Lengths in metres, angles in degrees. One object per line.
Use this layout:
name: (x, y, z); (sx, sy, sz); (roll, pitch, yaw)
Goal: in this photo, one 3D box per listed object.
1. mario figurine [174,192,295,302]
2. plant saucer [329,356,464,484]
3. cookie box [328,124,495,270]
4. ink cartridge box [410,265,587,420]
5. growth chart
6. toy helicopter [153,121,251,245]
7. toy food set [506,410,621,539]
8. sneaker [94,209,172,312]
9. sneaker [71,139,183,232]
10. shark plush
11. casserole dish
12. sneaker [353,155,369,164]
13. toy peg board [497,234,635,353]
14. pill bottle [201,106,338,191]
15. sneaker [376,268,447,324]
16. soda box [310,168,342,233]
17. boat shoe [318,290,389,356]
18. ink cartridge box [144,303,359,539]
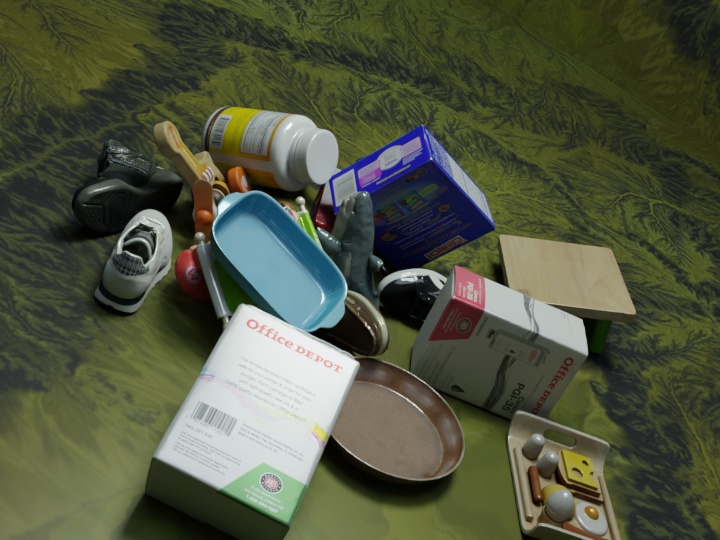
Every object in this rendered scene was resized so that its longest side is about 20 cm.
mario figurine: (-0.146, -0.026, 1.179); (0.122, 0.108, 0.199); (26, 40, 37)
plant saucer: (0.030, 0.183, 1.106); (0.197, 0.035, 0.201); (20, 29, -11)
cookie box: (0.078, -0.098, 1.365); (0.200, 0.169, 0.076); (39, 32, -45)
ink cartridge box: (0.183, 0.104, 1.234); (0.197, 0.148, 0.083); (22, 31, -6)
growth chart: (-0.115, -0.005, 1.148); (0.198, 0.018, 0.146); (-21, 82, -43)
toy helicopter: (-0.224, -0.119, 1.262); (0.201, 0.078, 0.134); (56, 24, -48)
toy food set: (0.263, 0.264, 1.137); (0.141, 0.061, 0.201); (20, 31, -10)
sneaker: (-0.270, -0.031, 1.158); (0.075, 0.081, 0.201); (18, 29, -11)
sneaker: (-0.337, -0.115, 1.244); (0.113, 0.077, 0.199); (32, 27, 13)
shark plush: (0.000, 0.000, 1.249); (0.090, 0.082, 0.204); (0, 79, -55)
casserole dish: (-0.102, -0.005, 1.111); (0.200, 0.039, 0.121); (47, 46, -3)
sneaker: (0.033, -0.114, 1.480); (0.199, 0.086, 0.076); (32, 57, -46)
toy peg board: (0.324, 0.043, 1.521); (0.195, 0.099, 0.201); (7, 31, -2)
pill bottle: (-0.133, -0.179, 1.367); (0.197, 0.111, 0.109); (14, 20, 33)
sneaker: (0.124, 0.066, 1.322); (0.197, 0.074, 0.113); (13, 31, -25)
soda box: (-0.042, -0.083, 1.427); (0.063, 0.071, 0.201); (24, 30, -9)
boat shoe: (-0.049, 0.054, 1.212); (0.074, 0.076, 0.201); (-10, 33, -42)
ink cartridge box: (-0.105, 0.155, 0.933); (0.143, 0.084, 0.202); (26, 50, 0)
